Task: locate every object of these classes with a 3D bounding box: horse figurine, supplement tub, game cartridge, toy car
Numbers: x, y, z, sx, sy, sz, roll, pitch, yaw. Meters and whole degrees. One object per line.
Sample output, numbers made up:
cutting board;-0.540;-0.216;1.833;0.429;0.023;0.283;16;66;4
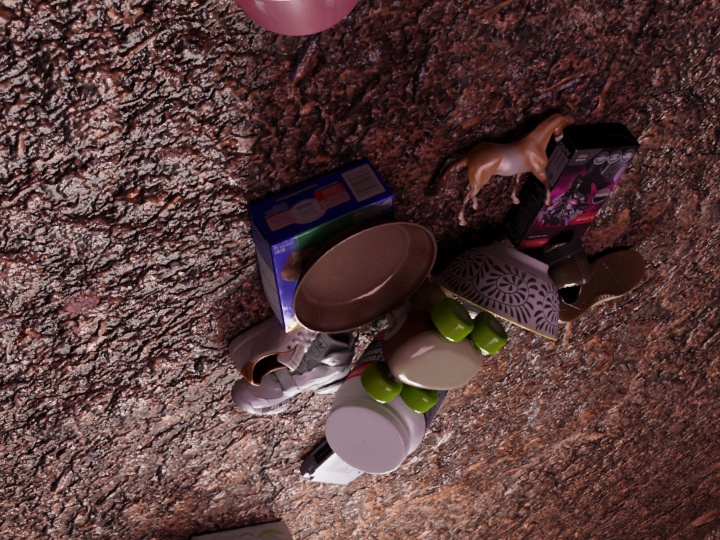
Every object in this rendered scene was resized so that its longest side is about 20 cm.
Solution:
horse figurine;0.185;-0.133;1.561;0.200;0.050;0.133;-12;131;-15
supplement tub;0.044;0.185;1.716;0.200;0.140;0.140;-53;173;-49
game cartridge;0.003;0.293;2.017;0.200;0.040;0.133;-44;141;21
toy car;0.072;0.062;1.606;0.164;0.200;0.158;-43;141;22

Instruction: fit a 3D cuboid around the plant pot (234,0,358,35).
plant pot;-0.064;-0.304;1.032;0.200;0.200;0.179;-28;163;-3

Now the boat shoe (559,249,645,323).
boat shoe;0.375;0.024;1.921;0.200;0.071;0.065;-26;-177;-21

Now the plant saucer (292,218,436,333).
plant saucer;0.000;0.000;1.476;0.200;0.037;0.200;-21;145;-15

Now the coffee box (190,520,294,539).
coffee box;-0.215;0.592;2.102;0.200;0.198;0.200;-2;137;-39

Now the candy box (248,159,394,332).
candy box;-0.044;-0.027;1.508;0.169;0.077;0.200;-23;148;-12

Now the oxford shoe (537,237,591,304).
oxford shoe;0.285;0.021;1.782;0.073;0.084;0.200;-24;174;-19

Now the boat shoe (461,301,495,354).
boat shoe;0.173;0.076;1.816;0.067;0.057;0.200;1;160;14

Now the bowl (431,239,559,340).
bowl;0.211;0.016;1.699;0.201;0.201;0.094;21;95;-50

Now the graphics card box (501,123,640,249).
graphics card box;0.297;-0.117;1.674;0.125;0.051;0.200;-6;140;-31

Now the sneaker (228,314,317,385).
sneaker;-0.082;0.090;1.632;0.200;0.085;0.073;-36;145;7

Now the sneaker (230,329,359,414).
sneaker;-0.090;0.135;1.699;0.200;0.075;0.115;-13;143;-33

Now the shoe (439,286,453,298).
shoe;0.096;0.104;1.814;0.070;0.053;0.200;-4;139;-34
